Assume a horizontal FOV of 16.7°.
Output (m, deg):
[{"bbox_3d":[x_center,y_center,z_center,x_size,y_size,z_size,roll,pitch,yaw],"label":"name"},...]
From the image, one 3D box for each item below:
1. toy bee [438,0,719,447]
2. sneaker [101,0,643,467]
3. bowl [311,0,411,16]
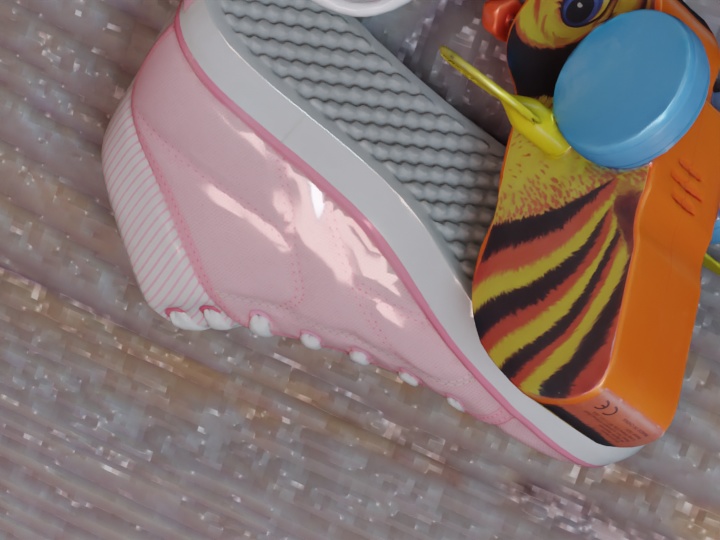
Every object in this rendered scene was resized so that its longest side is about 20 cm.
[{"bbox_3d":[0.078,-0.045,0.738,0.109,0.200,0.131,7,139,46],"label":"toy bee"},{"bbox_3d":[0.000,0.000,0.784,0.200,0.075,0.105,44,128,-2],"label":"sneaker"},{"bbox_3d":[0.008,-0.201,0.746,0.200,0.075,0.200,48,110,7],"label":"bowl"}]
